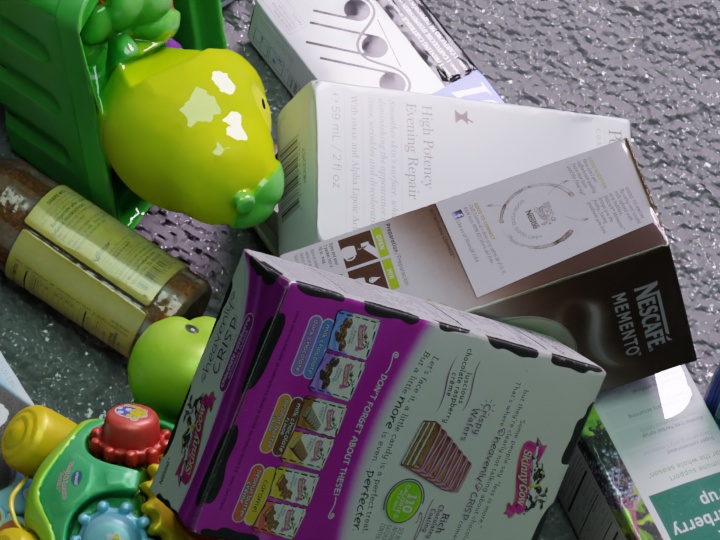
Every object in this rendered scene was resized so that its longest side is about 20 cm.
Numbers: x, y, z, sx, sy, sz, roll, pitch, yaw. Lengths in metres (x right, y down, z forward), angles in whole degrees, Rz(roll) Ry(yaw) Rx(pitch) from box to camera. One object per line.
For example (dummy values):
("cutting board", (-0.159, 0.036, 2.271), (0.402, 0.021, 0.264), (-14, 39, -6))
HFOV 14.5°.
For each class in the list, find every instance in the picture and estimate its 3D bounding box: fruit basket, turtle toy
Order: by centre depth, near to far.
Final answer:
("turtle toy", (-0.109, 0.116, 1.488), (0.146, 0.101, 0.200), (32, 48, -33))
("fruit basket", (-0.110, -0.110, 1.608), (0.216, 0.216, 0.156), (30, 58, 7))

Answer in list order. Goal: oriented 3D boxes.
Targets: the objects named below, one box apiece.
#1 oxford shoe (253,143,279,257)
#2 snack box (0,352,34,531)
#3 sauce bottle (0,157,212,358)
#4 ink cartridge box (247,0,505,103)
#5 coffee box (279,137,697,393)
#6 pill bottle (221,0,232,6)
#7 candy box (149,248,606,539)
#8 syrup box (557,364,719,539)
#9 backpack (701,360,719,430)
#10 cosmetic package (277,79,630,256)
("oxford shoe", (0.000, 0.000, 1.651), (0.075, 0.058, 0.200), (-30, 71, -29))
("snack box", (-0.225, 0.102, 1.510), (0.116, 0.037, 0.200), (-35, 96, -27))
("sauce bottle", (-0.181, -0.021, 1.622), (0.200, 0.066, 0.066), (35, 59, 10))
("ink cartridge box", (0.026, -0.100, 1.723), (0.094, 0.044, 0.200), (-28, 69, -24))
("coffee box", (0.070, 0.021, 1.539), (0.200, 0.114, 0.080), (-19, 52, 2))
("pill bottle", (-0.102, -0.252, 1.698), (0.113, 0.200, 0.113), (5, 58, -9))
("candy box", (0.010, 0.081, 1.439), (0.200, 0.136, 0.061), (17, 10, -31))
("syrup box", (0.169, 0.134, 1.589), (0.079, 0.081, 0.200), (-17, 63, -19))
("backpack", (0.285, 0.059, 1.587), (0.147, 0.200, 0.183), (39, 61, 13))
("cosmetic package", (0.055, -0.042, 1.619), (0.200, 0.074, 0.102), (4, 73, -20))
